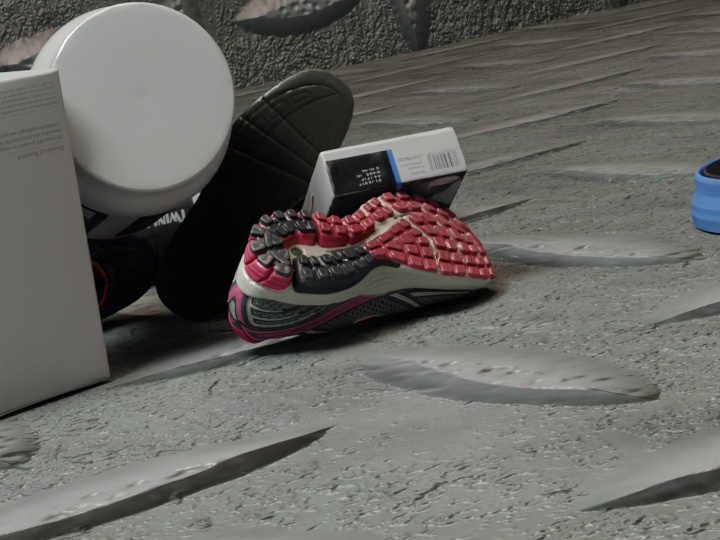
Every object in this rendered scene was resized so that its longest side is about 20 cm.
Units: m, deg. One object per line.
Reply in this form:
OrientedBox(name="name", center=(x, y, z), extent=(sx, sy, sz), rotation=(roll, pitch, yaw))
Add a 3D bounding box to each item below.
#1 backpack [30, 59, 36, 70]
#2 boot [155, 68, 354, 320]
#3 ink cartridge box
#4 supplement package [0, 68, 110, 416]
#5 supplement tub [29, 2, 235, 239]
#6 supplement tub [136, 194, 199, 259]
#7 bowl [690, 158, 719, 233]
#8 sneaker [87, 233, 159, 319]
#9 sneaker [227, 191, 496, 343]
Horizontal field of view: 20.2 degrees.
OrientedBox(name="backpack", center=(-0.228, -0.124, 1.876), extent=(0.166, 0.202, 0.126), rotation=(-4, 11, 34))
OrientedBox(name="boot", center=(-0.068, -0.062, 1.481), extent=(0.073, 0.204, 0.154), rotation=(36, 10, 3))
OrientedBox(name="ink cartridge box", center=(0.006, -0.032, 1.429), extent=(0.099, 0.039, 0.200), rotation=(-13, -20, -15))
OrientedBox(name="supplement package", center=(-0.252, -0.016, 1.266), extent=(0.119, 0.202, 0.121), rotation=(-18, 13, -42))
OrientedBox(name="supplement tub", center=(-0.166, -0.101, 1.379), extent=(0.139, 0.141, 0.200), rotation=(-13, -2, -17))
OrientedBox(name="supplement tub", center=(-0.199, -0.039, 1.642), extent=(0.199, 0.108, 0.107), rotation=(-15, 11, -25))
OrientedBox(name="bowl", center=(0.335, -0.067, 1.449), extent=(0.199, 0.040, 0.201), rotation=(-9, 10, 2))
OrientedBox(name="sneaker", center=(-0.231, 0.026, 1.441), extent=(0.199, 0.076, 0.078), rotation=(-21, 25, -23))
OrientedBox(name="sneaker", center=(0.000, 0.000, 1.318), extent=(0.199, 0.075, 0.081), rotation=(-4, 47, -34))
